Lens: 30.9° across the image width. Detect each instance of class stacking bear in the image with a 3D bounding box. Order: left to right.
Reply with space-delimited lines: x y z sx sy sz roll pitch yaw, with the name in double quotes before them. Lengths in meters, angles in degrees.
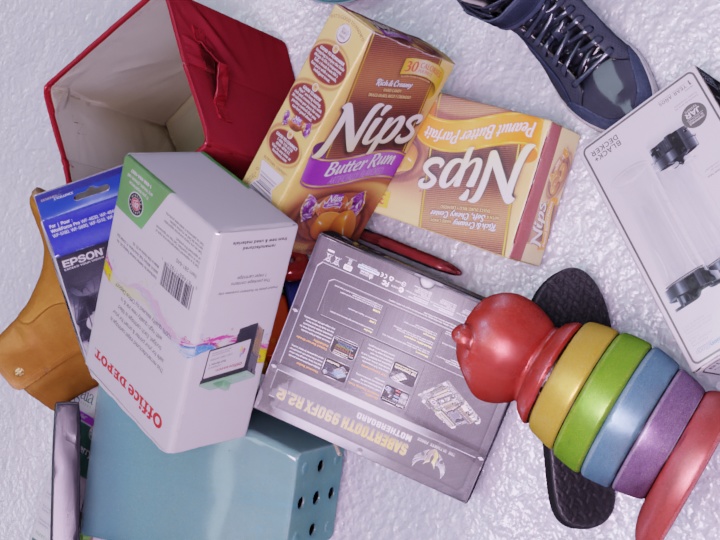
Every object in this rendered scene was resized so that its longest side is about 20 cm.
"stacking bear" 0.158 0.089 0.938 0.199 0.121 0.115 31 126 16

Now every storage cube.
"storage cube" -0.163 -0.129 1.234 0.199 0.179 0.173 -31 65 28

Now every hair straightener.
"hair straightener" 0.000 0.000 1.174 0.199 0.041 0.078 25 97 37

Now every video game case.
"video game case" -0.266 0.225 1.179 0.181 0.025 0.203 143 127 -76

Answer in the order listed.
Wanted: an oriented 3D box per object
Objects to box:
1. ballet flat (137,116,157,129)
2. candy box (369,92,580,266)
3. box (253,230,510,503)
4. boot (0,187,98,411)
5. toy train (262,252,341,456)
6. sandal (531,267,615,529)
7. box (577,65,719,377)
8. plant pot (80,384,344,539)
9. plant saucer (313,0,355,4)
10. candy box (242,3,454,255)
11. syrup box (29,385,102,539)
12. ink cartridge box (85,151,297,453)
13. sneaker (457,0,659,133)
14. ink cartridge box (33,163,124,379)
"ballet flat" -0.270 -0.083 1.392 0.202 0.070 0.065 -63 26 7
"candy box" 0.079 -0.089 1.120 0.199 0.055 0.117 21 96 38
"box" 0.030 0.078 1.079 0.198 0.048 0.160 22 98 8
"boot" -0.295 0.035 1.220 0.143 0.202 0.071 -31 28 3
"toy train" -0.091 0.078 1.155 0.085 0.114 0.202 103 158 -55
"sandal" 0.159 0.100 1.023 0.045 0.074 0.203 167 101 -71
"box" 0.259 -0.035 0.971 0.116 0.060 0.202 -37 62 26
"plant pot" -0.124 0.181 1.173 0.198 0.141 0.143 10 94 27
"plant saucer" -0.001 -0.350 1.244 0.198 0.027 0.203 -7 79 36
"candy box" -0.017 -0.110 1.089 0.056 0.116 0.202 40 110 36
"syrup box" -0.260 0.207 1.313 0.078 0.081 0.203 21 96 38
"ink cartridge box" -0.143 0.024 1.068 0.144 0.083 0.202 37 121 40
"sneaker" 0.145 -0.194 1.033 0.077 0.146 0.203 -45 60 20
"ink cartridge box" -0.216 0.003 1.148 0.098 0.202 0.039 -21 46 -14
